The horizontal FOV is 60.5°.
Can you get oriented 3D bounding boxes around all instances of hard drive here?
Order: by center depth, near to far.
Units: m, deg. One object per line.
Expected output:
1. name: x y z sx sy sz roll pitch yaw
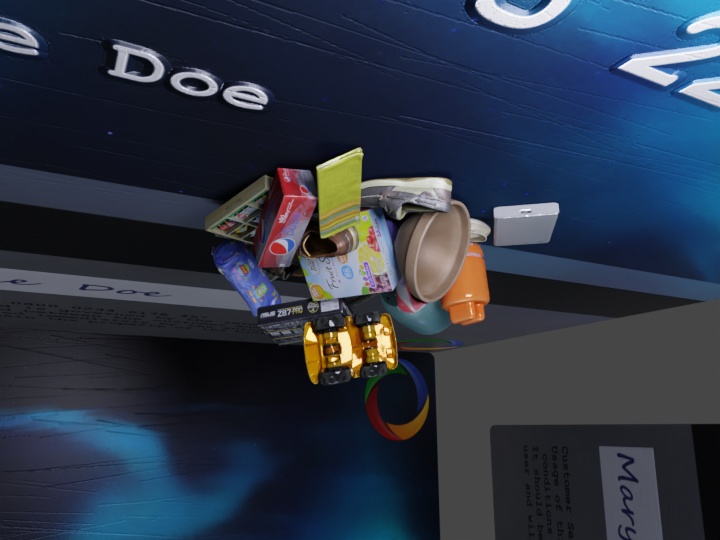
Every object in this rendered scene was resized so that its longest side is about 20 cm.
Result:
1. hard drive: 0.351 -0.096 1.331 0.127 0.027 0.200 -3 165 11

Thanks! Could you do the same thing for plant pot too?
1. plant pot: 0.132 -0.050 1.230 0.091 0.207 0.199 23 -178 35
2. plant pot: 0.134 0.041 1.515 0.196 0.208 0.159 -10 161 34

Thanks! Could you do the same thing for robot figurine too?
1. robot figurine: 0.231 0.016 1.406 0.138 0.207 0.117 -2 163 -10

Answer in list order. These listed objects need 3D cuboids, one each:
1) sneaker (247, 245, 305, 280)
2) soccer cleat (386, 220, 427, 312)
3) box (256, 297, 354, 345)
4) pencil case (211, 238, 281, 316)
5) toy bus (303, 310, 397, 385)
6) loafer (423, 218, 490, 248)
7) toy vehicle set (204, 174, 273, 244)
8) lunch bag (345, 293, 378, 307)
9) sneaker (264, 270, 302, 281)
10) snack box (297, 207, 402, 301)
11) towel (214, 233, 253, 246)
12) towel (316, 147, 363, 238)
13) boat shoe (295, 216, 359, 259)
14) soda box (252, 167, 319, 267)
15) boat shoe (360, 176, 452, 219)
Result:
1. sneaker: -0.193 -0.017 1.405 0.194 0.078 0.070 -6 165 31
2. soccer cleat: 0.093 -0.012 1.311 0.065 0.207 0.076 -10 174 -38
3. box: -0.117 0.114 1.395 0.193 0.051 0.162 -11 155 8
4. pencil case: -0.253 0.020 1.384 0.077 0.087 0.203 14 144 42
5. toy bus: -0.032 0.172 1.349 0.193 0.141 0.192 -7 170 -11
6. loafer: 0.185 -0.070 1.336 0.192 0.071 0.076 0 167 -1
7. toy vehicle set: -0.195 -0.111 1.184 0.197 0.027 0.122 -26 152 39
8. lunch bag: 0.000 0.000 1.418 0.197 0.144 0.166 -27 156 30
9. sneaker: -0.185 -0.026 1.540 0.193 0.078 0.088 -10 -162 -3
10. snack box: -0.031 -0.036 1.258 0.194 0.174 0.068 -9 -160 31
11. towel: -0.199 -0.076 1.380 0.188 0.036 0.197 -12 162 38
12. towel: -0.034 -0.125 1.055 0.084 0.018 0.202 -28 156 -16
13. boat shoe: -0.097 -0.060 1.194 0.195 0.074 0.067 4 -157 35
14. soda box: -0.139 -0.090 1.112 0.068 0.065 0.202 -1 144 -26
15. boat shoe: 0.069 -0.126 1.115 0.194 0.069 0.072 -3 169 15
